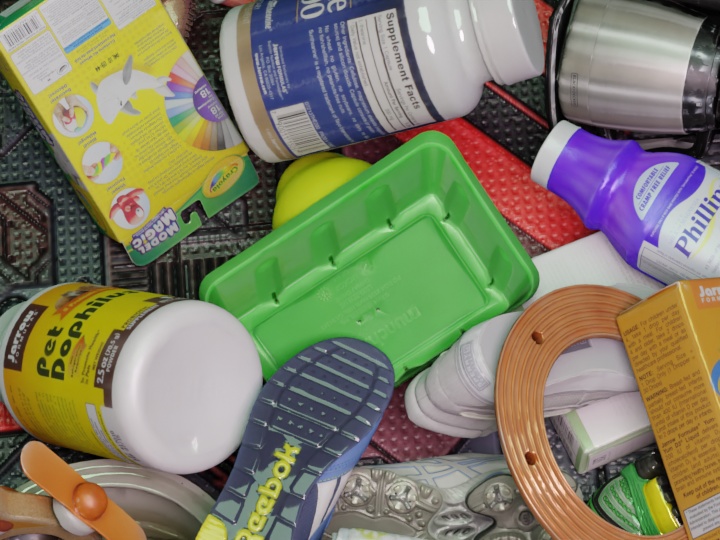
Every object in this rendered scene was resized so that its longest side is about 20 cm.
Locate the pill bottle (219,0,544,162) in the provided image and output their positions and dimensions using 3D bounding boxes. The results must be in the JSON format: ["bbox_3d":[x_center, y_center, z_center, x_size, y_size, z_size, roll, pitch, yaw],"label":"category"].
[{"bbox_3d":[0.016,-0.146,1.705,0.200,0.111,0.111,-13,64,16],"label":"pill bottle"}]

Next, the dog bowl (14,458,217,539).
[{"bbox_3d":[-0.161,0.226,1.628,0.200,0.074,0.200,-1,64,2],"label":"dog bowl"}]

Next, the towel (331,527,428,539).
[{"bbox_3d":[0.071,0.217,1.570,0.200,0.171,0.048,9,67,5],"label":"towel"}]

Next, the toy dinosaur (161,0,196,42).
[{"bbox_3d":[-0.167,-0.213,1.833,0.136,0.086,0.200,-38,75,-22],"label":"toy dinosaur"}]

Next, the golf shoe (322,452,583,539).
[{"bbox_3d":[0.043,0.155,1.656,0.200,0.097,0.078,0,102,1],"label":"golf shoe"}]

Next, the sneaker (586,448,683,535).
[{"bbox_3d":[0.209,0.219,1.630,0.085,0.078,0.200,-35,71,26],"label":"sneaker"}]

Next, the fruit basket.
[{"bbox_3d":[0.000,0.000,1.704,0.216,0.216,0.156,-37,100,-14],"label":"fruit basket"}]

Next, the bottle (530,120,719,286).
[{"bbox_3d":[0.209,-0.034,1.691,0.200,0.065,0.084,30,70,15],"label":"bottle"}]

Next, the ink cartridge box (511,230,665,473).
[{"bbox_3d":[0.207,0.032,1.721,0.200,0.048,0.146,-22,66,-10],"label":"ink cartridge box"}]

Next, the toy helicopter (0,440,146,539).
[{"bbox_3d":[-0.213,0.143,1.518,0.132,0.200,0.079,-11,63,16],"label":"toy helicopter"}]

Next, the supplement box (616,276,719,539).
[{"bbox_3d":[0.228,0.105,1.569,0.066,0.069,0.200,-6,70,-36],"label":"supplement box"}]

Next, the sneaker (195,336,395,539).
[{"bbox_3d":[-0.045,0.131,1.583,0.074,0.082,0.200,27,70,13],"label":"sneaker"}]

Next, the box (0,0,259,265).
[{"bbox_3d":[-0.162,-0.112,1.754,0.117,0.048,0.200,-36,112,-15],"label":"box"}]

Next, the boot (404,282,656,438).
[{"bbox_3d":[0.120,0.061,1.646,0.200,0.096,0.074,-3,70,-38],"label":"boot"}]

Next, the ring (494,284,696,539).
[{"bbox_3d":[0.161,0.104,1.577,0.200,0.019,0.201,17,58,-29],"label":"ring"}]

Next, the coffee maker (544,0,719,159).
[{"bbox_3d":[0.247,-0.163,1.747,0.200,0.135,0.192,12,64,19],"label":"coffee maker"}]

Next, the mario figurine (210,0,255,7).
[{"bbox_3d":[-0.047,-0.218,1.807,0.200,0.106,0.123,43,29,10],"label":"mario figurine"}]

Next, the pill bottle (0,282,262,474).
[{"bbox_3d":[-0.160,0.065,1.640,0.200,0.109,0.109,6,56,52],"label":"pill bottle"}]
